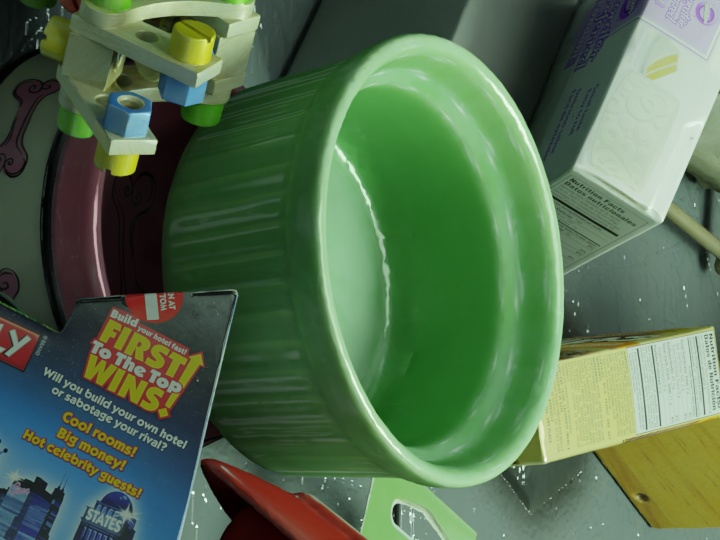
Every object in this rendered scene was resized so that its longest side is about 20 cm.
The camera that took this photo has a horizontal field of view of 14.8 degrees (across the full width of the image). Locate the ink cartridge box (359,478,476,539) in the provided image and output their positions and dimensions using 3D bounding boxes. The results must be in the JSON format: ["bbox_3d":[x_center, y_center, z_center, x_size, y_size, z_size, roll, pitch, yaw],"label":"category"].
[{"bbox_3d":[-0.009,0.198,1.352,0.104,0.059,0.200,44,50,-43],"label":"ink cartridge box"}]

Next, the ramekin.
[{"bbox_3d":[0.000,0.000,1.238,0.200,0.098,0.201,15,72,-54],"label":"ramekin"}]

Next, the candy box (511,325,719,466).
[{"bbox_3d":[0.098,0.069,1.480,0.200,0.115,0.055,-9,93,-56],"label":"candy box"}]

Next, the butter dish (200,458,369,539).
[{"bbox_3d":[-0.014,0.197,1.140,0.148,0.199,0.200,-49,163,-9],"label":"butter dish"}]

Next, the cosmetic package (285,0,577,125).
[{"bbox_3d":[0.048,-0.143,1.455,0.090,0.107,0.200,53,46,-37],"label":"cosmetic package"}]

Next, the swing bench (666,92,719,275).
[{"bbox_3d":[0.231,-0.132,1.706,0.199,0.130,0.200,34,52,-47],"label":"swing bench"}]

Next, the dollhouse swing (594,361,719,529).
[{"bbox_3d":[0.262,0.052,1.646,0.182,0.200,0.176,52,46,-37],"label":"dollhouse swing"}]

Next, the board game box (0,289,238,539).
[{"bbox_3d":[-0.140,0.075,1.087,0.200,0.062,0.200,28,67,-1],"label":"board game box"}]

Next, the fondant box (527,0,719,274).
[{"bbox_3d":[0.113,-0.071,1.437,0.058,0.200,0.145,32,66,-14],"label":"fondant box"}]

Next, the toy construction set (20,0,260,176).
[{"bbox_3d":[-0.122,-0.126,1.181,0.200,0.092,0.131,45,39,18],"label":"toy construction set"}]

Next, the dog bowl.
[{"bbox_3d":[-0.095,-0.008,1.252,0.200,0.074,0.201,14,73,-53],"label":"dog bowl"}]

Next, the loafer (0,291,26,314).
[{"bbox_3d":[-0.153,0.107,1.137,0.063,0.072,0.201,-20,104,-81],"label":"loafer"}]
